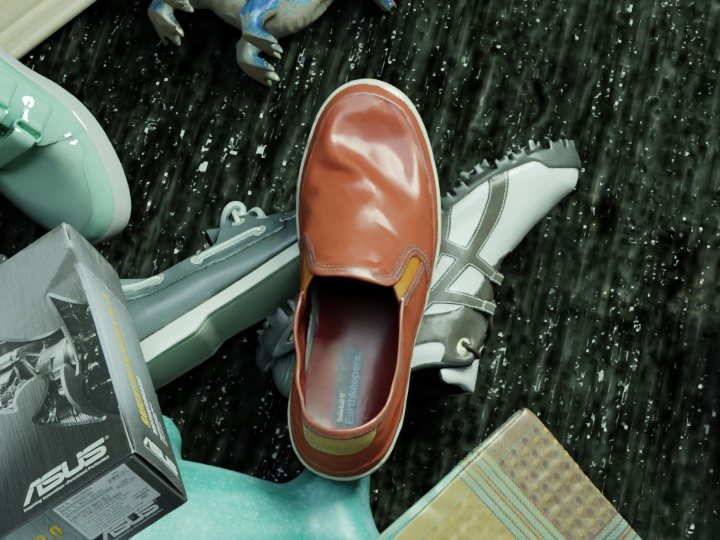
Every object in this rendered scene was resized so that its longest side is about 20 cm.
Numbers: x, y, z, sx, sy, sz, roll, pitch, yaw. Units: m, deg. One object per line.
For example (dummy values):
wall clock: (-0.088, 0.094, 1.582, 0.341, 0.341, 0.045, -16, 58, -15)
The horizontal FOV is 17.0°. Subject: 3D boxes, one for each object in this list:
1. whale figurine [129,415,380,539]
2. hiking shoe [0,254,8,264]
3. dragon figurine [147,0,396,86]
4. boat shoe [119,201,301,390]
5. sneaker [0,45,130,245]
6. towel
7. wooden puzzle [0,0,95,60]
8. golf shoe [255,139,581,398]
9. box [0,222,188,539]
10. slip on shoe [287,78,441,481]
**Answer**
whale figurine: (-0.083, 0.134, 1.148, 0.199, 0.104, 0.159, -12, 65, -9)
hiking shoe: (-0.247, 0.009, 1.221, 0.200, 0.076, 0.101, 35, 66, 14)
dragon figurine: (-0.068, -0.169, 1.315, 0.200, 0.059, 0.100, 23, 65, 6)
boat shoe: (-0.062, -0.008, 1.234, 0.200, 0.073, 0.062, -33, 73, -9)
sneaker: (-0.211, -0.069, 1.215, 0.200, 0.074, 0.118, 46, 34, -9)
towel: (0.055, 0.182, 1.150, 0.200, 0.022, 0.147, -42, 94, -20)
wooden puzzle: (-0.257, -0.165, 1.330, 0.200, 0.037, 0.185, -38, 71, -22)
golf shoe: (0.045, 0.014, 1.231, 0.200, 0.078, 0.095, -37, 81, -9)
box: (-0.187, 0.092, 1.115, 0.200, 0.048, 0.159, -33, 45, 10)
slip on shoe: (0.000, 0.000, 1.162, 0.074, 0.061, 0.201, 6, 74, 2)
